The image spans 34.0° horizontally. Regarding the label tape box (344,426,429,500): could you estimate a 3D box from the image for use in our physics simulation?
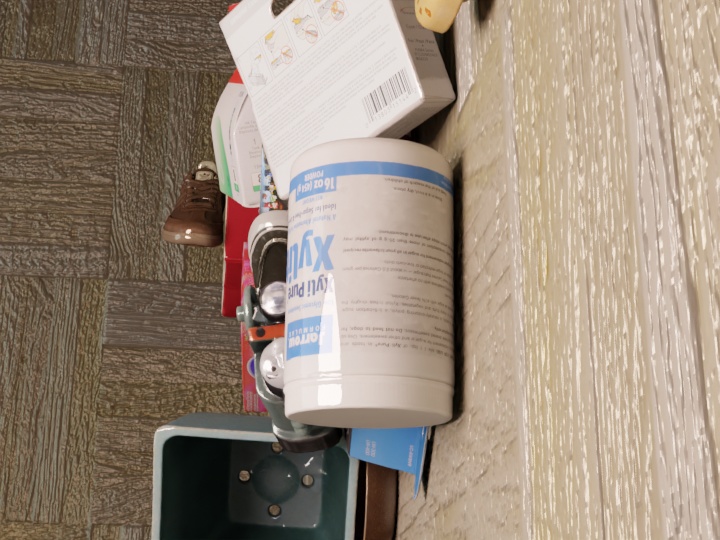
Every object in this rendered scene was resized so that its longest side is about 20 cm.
[{"bbox_3d":[0.020,0.085,1.038,0.200,0.065,0.144,-98,12,-65],"label":"label tape box"}]

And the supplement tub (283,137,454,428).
[{"bbox_3d":[0.007,0.013,0.892,0.132,0.131,0.202,116,156,-74],"label":"supplement tub"}]

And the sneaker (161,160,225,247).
[{"bbox_3d":[-0.190,-0.078,1.353,0.200,0.070,0.076,-116,30,-75],"label":"sneaker"}]

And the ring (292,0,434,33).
[{"bbox_3d":[-0.001,-0.240,1.037,0.200,0.019,0.202,-13,72,44],"label":"ring"}]

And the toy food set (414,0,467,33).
[{"bbox_3d":[0.070,-0.283,0.809,0.201,0.048,0.199,102,169,-56],"label":"toy food set"}]

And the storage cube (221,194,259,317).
[{"bbox_3d":[-0.073,-0.049,1.404,0.171,0.178,0.202,107,165,-65],"label":"storage cube"}]

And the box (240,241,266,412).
[{"bbox_3d":[-0.084,0.066,1.304,0.201,0.095,0.100,96,173,-53],"label":"box"}]

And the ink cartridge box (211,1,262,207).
[{"bbox_3d":[-0.130,-0.174,1.227,0.161,0.050,0.202,-147,46,-72],"label":"ink cartridge box"}]

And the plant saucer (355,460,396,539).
[{"bbox_3d":[0.010,0.223,1.199,0.200,0.036,0.202,-177,90,-84],"label":"plant saucer"}]

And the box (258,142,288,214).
[{"bbox_3d":[-0.033,-0.110,1.217,0.200,0.037,0.138,13,-103,-60],"label":"box"}]

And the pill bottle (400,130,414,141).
[{"bbox_3d":[-0.003,-0.144,1.116,0.114,0.113,0.202,132,140,-80],"label":"pill bottle"}]

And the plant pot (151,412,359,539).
[{"bbox_3d":[-0.097,0.240,1.206,0.200,0.195,0.198,-59,-28,-84],"label":"plant pot"}]

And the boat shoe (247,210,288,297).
[{"bbox_3d":[-0.067,0.029,1.130,0.201,0.070,0.064,83,-176,-47],"label":"boat shoe"}]

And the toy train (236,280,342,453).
[{"bbox_3d":[-0.055,0.083,1.015,0.200,0.084,0.115,82,-179,-67],"label":"toy train"}]

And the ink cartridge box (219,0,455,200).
[{"bbox_3d":[-0.025,-0.179,0.993,0.200,0.045,0.177,-29,76,45],"label":"ink cartridge box"}]
